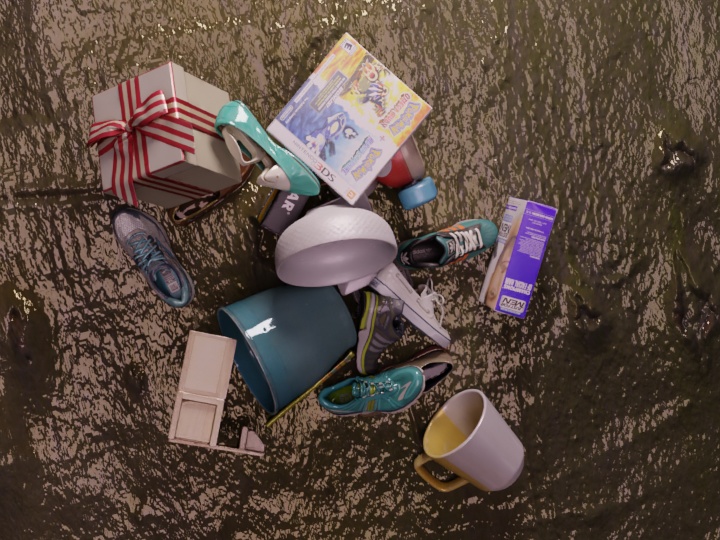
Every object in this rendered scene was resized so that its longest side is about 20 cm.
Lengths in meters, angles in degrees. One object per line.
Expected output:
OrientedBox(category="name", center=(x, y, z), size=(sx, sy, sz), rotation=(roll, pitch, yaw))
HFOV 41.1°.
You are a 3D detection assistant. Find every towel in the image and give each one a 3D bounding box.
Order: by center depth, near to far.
OrientedBox(category="towel", center=(-0.089, 0.204, 1.700), size=(0.200, 0.086, 0.018), rotation=(-40, 88, -1))

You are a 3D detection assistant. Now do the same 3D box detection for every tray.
OrientedBox(category="tray", center=(-0.016, -0.051, 1.641), size=(0.107, 0.022, 0.201), rotation=(-23, 130, 0))

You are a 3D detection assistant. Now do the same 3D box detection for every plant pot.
OrientedBox(category="plant pot", center=(-0.116, 0.112, 1.639), size=(0.187, 0.200, 0.202), rotation=(-28, 102, -20))

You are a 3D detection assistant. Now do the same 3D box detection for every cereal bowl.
OrientedBox(category="cereal bowl", center=(-0.044, -0.047, 1.542), size=(0.198, 0.200, 0.084), rotation=(-9, 69, -7))

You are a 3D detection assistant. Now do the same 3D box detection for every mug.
OrientedBox(category="mug", center=(0.207, 0.324, 1.755), size=(0.153, 0.186, 0.150), rotation=(42, 58, -20))

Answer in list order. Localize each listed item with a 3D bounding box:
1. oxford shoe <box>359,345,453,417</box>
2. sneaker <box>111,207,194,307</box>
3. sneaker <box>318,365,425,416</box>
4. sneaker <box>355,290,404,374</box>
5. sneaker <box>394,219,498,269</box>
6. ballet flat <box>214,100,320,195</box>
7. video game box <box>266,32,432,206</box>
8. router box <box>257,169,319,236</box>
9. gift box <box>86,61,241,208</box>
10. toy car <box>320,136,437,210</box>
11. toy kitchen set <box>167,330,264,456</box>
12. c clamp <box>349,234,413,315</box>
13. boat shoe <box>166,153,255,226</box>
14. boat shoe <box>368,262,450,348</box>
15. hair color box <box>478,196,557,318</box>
OrientedBox(category="oxford shoe", center=(0.079, 0.204, 1.731), size=(0.199, 0.075, 0.071), rotation=(-35, 104, -2))
OrientedBox(category="sneaker", center=(-0.347, -0.022, 1.628), size=(0.077, 0.086, 0.201), rotation=(-37, 102, -3))
OrientedBox(category="sneaker", center=(0.019, 0.215, 1.683), size=(0.198, 0.080, 0.078), rotation=(-18, 67, 18))
OrientedBox(category="sneaker", center=(0.034, 0.116, 1.669), size=(0.080, 0.074, 0.201), rotation=(4, 140, 0))
OrientedBox(category="sneaker", center=(0.161, -0.041, 1.703), size=(0.198, 0.080, 0.072), rotation=(-17, 99, -12))
OrientedBox(category="ballet flat", center=(-0.152, -0.173, 1.493), size=(0.200, 0.067, 0.071), rotation=(45, 62, -9))
OrientedBox(category="video game box", center=(-0.018, -0.236, 1.511), size=(0.182, 0.047, 0.200), rotation=(40, 93, -3))
OrientedBox(category="router box", center=(-0.103, -0.158, 1.615), size=(0.051, 0.149, 0.201), rotation=(29, 92, -12))
OrientedBox(category="gift box", center=(-0.301, -0.197, 1.505), size=(0.183, 0.186, 0.202), rotation=(-22, 73, 24))
OrientedBox(category="toy car", center=(0.007, -0.173, 1.629), size=(0.198, 0.177, 0.186), rotation=(-23, 95, 8))
OrientedBox(category="toy kitchen set", center=(-0.230, 0.214, 1.636), size=(0.162, 0.200, 0.182), rotation=(12, 80, -9))
OrientedBox(category="c clamp", center=(0.000, 0.000, 1.719), size=(0.170, 0.027, 0.201), rotation=(-29, 100, -9))
OrientedBox(category="boat shoe", center=(-0.246, -0.148, 1.635), size=(0.072, 0.068, 0.200), rotation=(43, 90, -12))
OrientedBox(category="boat shoe", center=(0.107, 0.053, 1.707), size=(0.202, 0.075, 0.086), rotation=(42, 85, -25))
OrientedBox(category="hair color box", center=(0.278, -0.025, 1.713), size=(0.064, 0.109, 0.202), rotation=(14, 95, -10))
